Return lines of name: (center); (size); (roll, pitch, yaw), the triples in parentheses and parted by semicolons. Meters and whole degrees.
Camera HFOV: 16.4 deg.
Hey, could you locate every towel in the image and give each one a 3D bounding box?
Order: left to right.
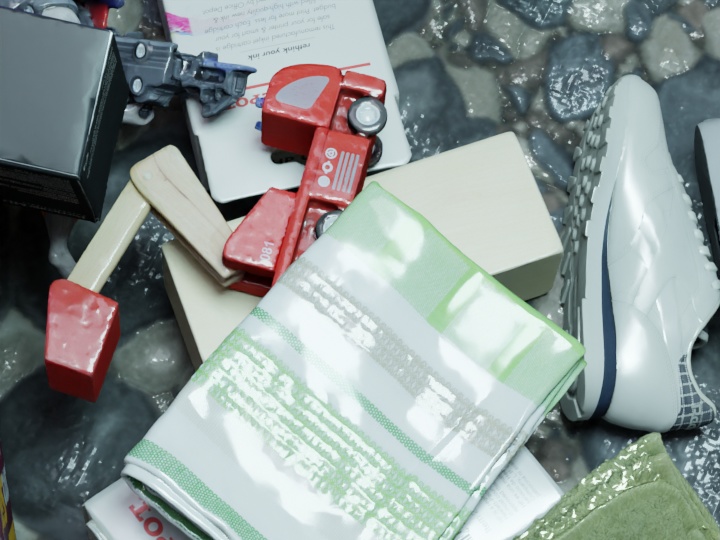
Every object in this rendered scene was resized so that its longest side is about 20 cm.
towel: (0.001, 0.069, 1.209); (0.149, 0.031, 0.200); (39, 70, 2)
towel: (0.105, 0.189, 1.220); (0.200, 0.036, 0.148); (-37, 109, -18)

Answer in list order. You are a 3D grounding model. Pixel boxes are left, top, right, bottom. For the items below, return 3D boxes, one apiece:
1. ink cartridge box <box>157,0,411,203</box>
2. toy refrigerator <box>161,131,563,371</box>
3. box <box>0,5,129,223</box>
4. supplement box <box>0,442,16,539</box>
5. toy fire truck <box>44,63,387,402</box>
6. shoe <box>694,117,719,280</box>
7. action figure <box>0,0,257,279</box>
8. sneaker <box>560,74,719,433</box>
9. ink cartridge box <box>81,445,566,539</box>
ink cartridge box: (-0.047, -0.119, 1.391); (0.115, 0.068, 0.200); (-12, 64, -5)
toy refrigerator: (0.000, 0.000, 1.335); (0.200, 0.070, 0.076); (-19, 71, -9)
box: (-0.220, -0.089, 1.218); (0.200, 0.141, 0.079); (13, 80, -1)
supplement box: (-0.224, 0.066, 1.225); (0.086, 0.110, 0.200); (-9, 94, -6)
toy fire truck: (-0.073, -0.022, 1.276); (0.141, 0.049, 0.200); (14, 69, 2)
shoe: (0.239, 0.001, 1.336); (0.091, 0.072, 0.200); (-7, 59, 1)
action figure: (-0.163, -0.091, 1.328); (0.200, 0.105, 0.194); (0, 77, 34)
sneaker: (0.153, -0.009, 1.345); (0.080, 0.076, 0.200); (6, 71, -5)
ink cartridge box: (-0.019, 0.132, 1.256); (0.200, 0.085, 0.145); (-33, 69, -17)
